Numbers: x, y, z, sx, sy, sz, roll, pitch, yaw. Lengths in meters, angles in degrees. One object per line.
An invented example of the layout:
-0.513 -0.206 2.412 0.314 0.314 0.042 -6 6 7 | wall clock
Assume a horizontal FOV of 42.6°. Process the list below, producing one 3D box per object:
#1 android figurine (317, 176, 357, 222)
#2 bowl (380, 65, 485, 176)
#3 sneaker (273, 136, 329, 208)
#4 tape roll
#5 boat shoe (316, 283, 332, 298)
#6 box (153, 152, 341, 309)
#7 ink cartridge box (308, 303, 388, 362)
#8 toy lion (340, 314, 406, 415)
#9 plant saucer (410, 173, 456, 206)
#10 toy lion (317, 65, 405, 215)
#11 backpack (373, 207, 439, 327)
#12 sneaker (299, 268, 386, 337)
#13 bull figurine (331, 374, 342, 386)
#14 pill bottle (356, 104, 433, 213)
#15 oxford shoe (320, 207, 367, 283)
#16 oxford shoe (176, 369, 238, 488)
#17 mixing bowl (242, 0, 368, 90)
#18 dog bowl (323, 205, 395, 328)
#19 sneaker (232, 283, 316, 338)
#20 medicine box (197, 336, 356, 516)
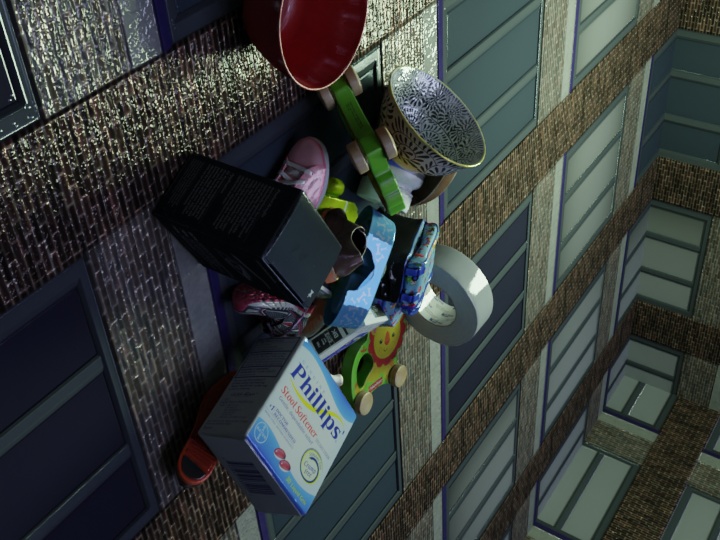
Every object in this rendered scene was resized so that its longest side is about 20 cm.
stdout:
-0.067 -0.064 1.522 0.199 0.041 0.185 4 104 -60 | android figurine
0.096 -0.220 1.477 0.094 0.202 0.200 -41 170 36 | bowl
-0.114 -0.106 1.376 0.104 0.075 0.203 7 106 -66 | sneaker
0.161 0.050 1.826 0.066 0.198 0.202 -44 143 -37 | tape roll
-0.081 0.006 1.422 0.200 0.074 0.061 79 15 -82 | boat shoe
-0.146 -0.052 1.223 0.105 0.198 0.148 -60 150 -16 | box
-0.053 0.125 1.590 0.199 0.039 0.099 -36 168 22 | ink cartridge box
0.027 0.156 1.814 0.199 0.068 0.194 -32 127 -49 | toy lion
0.132 -0.203 1.640 0.034 0.200 0.203 21 89 -22 | plant saucer
0.011 -0.190 1.437 0.068 0.202 0.192 -26 157 1 | toy lion
0.057 0.017 1.669 0.183 0.133 0.202 -61 163 -56 | backpack
-0.032 0.037 1.569 0.199 0.072 0.080 -40 170 13 | sneaker
-0.101 0.245 1.592 0.200 0.065 0.121 -44 151 5 | bull figurine
0.071 -0.209 1.596 0.113 0.113 0.202 23 87 -61 | pill bottle
-0.023 -0.046 1.416 0.201 0.072 0.072 -91 162 -60 | oxford shoe
-0.229 0.242 1.426 0.201 0.071 0.073 -59 -175 -33 | oxford shoe
-0.086 -0.352 1.236 0.200 0.107 0.203 -37 137 -45 | mixing bowl
0.000 0.000 1.467 0.202 0.049 0.111 -70 -164 -2 | dog bowl
-0.135 0.069 1.446 0.199 0.080 0.076 22 91 -62 | sneaker
-0.121 0.234 1.407 0.183 0.102 0.201 59 43 -30 | medicine box
